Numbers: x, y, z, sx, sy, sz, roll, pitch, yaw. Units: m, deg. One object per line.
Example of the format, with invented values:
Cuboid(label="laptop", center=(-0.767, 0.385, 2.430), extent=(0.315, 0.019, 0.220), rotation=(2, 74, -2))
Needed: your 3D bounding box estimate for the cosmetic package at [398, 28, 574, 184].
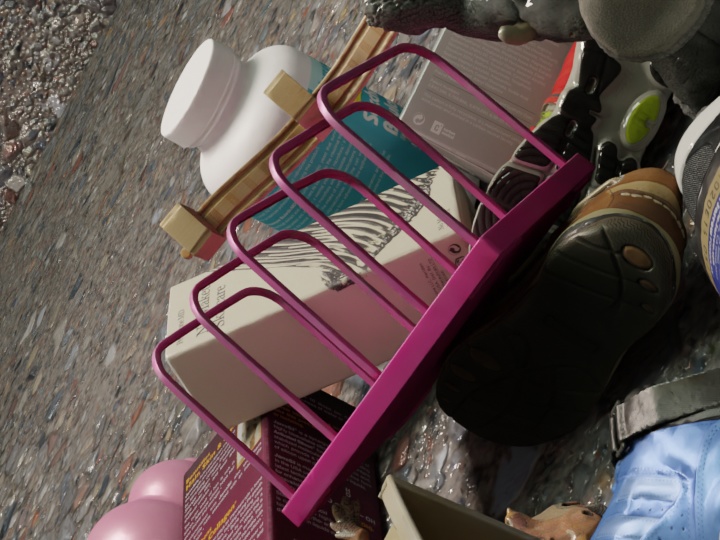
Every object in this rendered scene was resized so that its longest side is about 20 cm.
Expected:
Cuboid(label="cosmetic package", center=(0.100, -0.154, 1.038), extent=(0.201, 0.090, 0.107), rotation=(-61, -4, 3))

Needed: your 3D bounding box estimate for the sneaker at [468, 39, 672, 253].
Cuboid(label="sneaker", center=(0.128, -0.072, 0.961), extent=(0.201, 0.077, 0.085), rotation=(-60, 0, 8))

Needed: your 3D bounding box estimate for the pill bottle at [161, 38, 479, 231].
Cuboid(label="pill bottle", center=(-0.028, -0.075, 1.135), extent=(0.111, 0.199, 0.111), rotation=(-50, 24, 32))

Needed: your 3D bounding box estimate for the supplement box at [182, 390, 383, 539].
Cuboid(label="supplement box", center=(-0.049, 0.169, 1.056), extent=(0.111, 0.085, 0.201), rotation=(-53, 22, 26))

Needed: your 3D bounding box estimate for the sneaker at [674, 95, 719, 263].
Cuboid(label="sneaker", center=(0.211, -0.071, 0.731), extent=(0.112, 0.072, 0.201), rotation=(-95, 28, -50))

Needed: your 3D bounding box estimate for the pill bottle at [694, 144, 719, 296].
Cuboid(label="pill bottle", center=(0.193, 0.018, 0.592), extent=(0.112, 0.111, 0.201), rotation=(-56, 21, 21))

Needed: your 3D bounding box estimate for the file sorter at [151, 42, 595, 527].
Cuboid(label="file sorter", center=(0.000, 0.000, 0.901), extent=(0.201, 0.125, 0.139), rotation=(-55, -10, 32))

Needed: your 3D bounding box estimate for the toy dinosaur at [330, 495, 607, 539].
Cuboid(label="toy dinosaur", center=(0.033, 0.192, 0.836), extent=(0.135, 0.085, 0.202), rotation=(8, 78, 62))

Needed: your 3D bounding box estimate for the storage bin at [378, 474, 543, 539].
Cuboid(label="storage bin", center=(0.092, 0.178, 0.518), extent=(0.094, 0.199, 0.199), rotation=(-61, 20, 11))

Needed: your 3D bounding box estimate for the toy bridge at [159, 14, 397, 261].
Cuboid(label="toy bridge", center=(-0.030, -0.084, 0.904), extent=(0.200, 0.027, 0.067), rotation=(-51, -11, 3))

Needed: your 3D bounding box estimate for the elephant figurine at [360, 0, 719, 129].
Cuboid(label="elephant figurine", center=(0.129, -0.145, 0.823), extent=(0.156, 0.199, 0.141), rotation=(-64, 20, -1))

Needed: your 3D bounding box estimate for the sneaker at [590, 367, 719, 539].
Cuboid(label="sneaker", center=(0.119, 0.113, 0.708), extent=(0.200, 0.076, 0.112), rotation=(-46, 32, 32))

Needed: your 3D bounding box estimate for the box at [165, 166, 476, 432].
Cuboid(label="box", center=(-0.017, 0.017, 1.055), extent=(0.198, 0.069, 0.082), rotation=(-24, 32, 11))

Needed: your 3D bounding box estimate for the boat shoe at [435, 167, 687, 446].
Cuboid(label="boat shoe", center=(0.107, 0.021, 0.873), extent=(0.200, 0.075, 0.074), rotation=(-50, 6, 50))

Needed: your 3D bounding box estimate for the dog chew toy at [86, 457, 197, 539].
Cuboid(label="dog chew toy", center=(-0.146, 0.219, 1.208), extent=(0.124, 0.124, 0.201), rotation=(-40, 22, 49))
